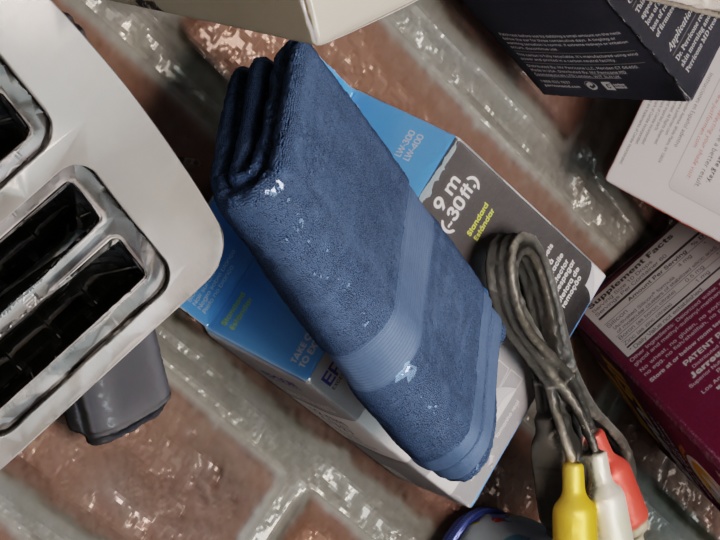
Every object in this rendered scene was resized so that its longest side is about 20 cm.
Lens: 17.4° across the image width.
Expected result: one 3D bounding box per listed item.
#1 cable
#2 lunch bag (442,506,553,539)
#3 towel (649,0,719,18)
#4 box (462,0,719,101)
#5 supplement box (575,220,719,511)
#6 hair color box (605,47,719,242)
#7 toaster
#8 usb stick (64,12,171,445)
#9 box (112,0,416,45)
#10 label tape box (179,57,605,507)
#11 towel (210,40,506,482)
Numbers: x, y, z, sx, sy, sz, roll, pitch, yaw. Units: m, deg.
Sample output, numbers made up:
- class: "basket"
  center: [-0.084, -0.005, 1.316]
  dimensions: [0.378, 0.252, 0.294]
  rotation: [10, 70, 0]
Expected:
- class: "cable"
  center: [0.112, 0.069, 1.184]
  dimensions: [0.097, 0.050, 0.201]
  rotation: [-33, 120, -49]
- class: "lunch bag"
  center: [0.079, 0.236, 1.266]
  dimensions: [0.160, 0.082, 0.201]
  rotation: [28, 85, -39]
- class: "towel"
  center: [0.138, -0.190, 1.075]
  dimensions: [0.199, 0.034, 0.134]
  rotation: [5, 93, -42]
- class: "box"
  center: [0.120, -0.217, 1.147]
  dimensions: [0.182, 0.104, 0.201]
  rotation: [44, 66, -37]
- class: "supplement box"
  center: [0.216, 0.074, 1.241]
  dimensions: [0.103, 0.200, 0.131]
  rotation: [-39, 123, -1]
- class: "hair color box"
  center: [0.240, -0.050, 1.199]
  dimensions: [0.111, 0.199, 0.064]
  rotation: [-65, 164, 16]
- class: "toaster"
  center: [-0.170, -0.032, 0.958]
  dimensions: [0.200, 0.119, 0.181]
  rotation: [-42, 120, -9]
- class: "usb stick"
  center: [-0.129, -0.017, 1.072]
  dimensions: [0.055, 0.033, 0.201]
  rotation: [-24, 115, -29]
- class: "box"
  center: [-0.055, -0.150, 0.985]
  dimensions: [0.082, 0.199, 0.069]
  rotation: [-28, 118, -28]
- class: "label tape box"
  center: [0.015, 0.006, 1.168]
  dimensions: [0.200, 0.066, 0.144]
  rotation: [40, 77, -39]
- class: "towel"
  center: [0.000, 0.000, 1.059]
  dimensions: [0.200, 0.048, 0.112]
  rotation: [54, 29, -34]
